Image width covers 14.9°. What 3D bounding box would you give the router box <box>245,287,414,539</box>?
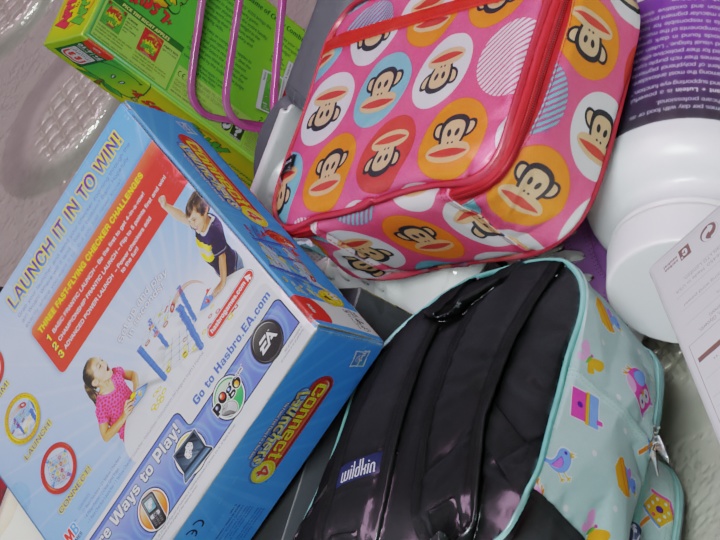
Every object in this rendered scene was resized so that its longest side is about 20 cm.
[{"bbox_3d":[-0.057,0.111,1.480,0.157,0.052,0.201,-4,64,52],"label":"router box"}]

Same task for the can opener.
[{"bbox_3d":[-0.022,-0.111,1.541,0.067,0.052,0.201,48,125,39],"label":"can opener"}]

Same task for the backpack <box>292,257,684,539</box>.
[{"bbox_3d":[0.069,0.101,1.347,0.175,0.153,0.201,-25,40,39],"label":"backpack"}]

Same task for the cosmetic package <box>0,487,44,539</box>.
[{"bbox_3d":[-0.172,0.147,1.565,0.104,0.073,0.201,127,164,-72],"label":"cosmetic package"}]

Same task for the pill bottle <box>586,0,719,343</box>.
[{"bbox_3d":[0.171,-0.065,1.413,0.111,0.111,0.201,-29,39,36],"label":"pill bottle"}]

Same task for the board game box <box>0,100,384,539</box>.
[{"bbox_3d":[-0.108,0.051,1.435,0.200,0.056,0.196,-55,51,17],"label":"board game box"}]

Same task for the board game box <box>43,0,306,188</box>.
[{"bbox_3d":[-0.097,-0.133,1.760,0.047,0.200,0.102,-8,53,50],"label":"board game box"}]

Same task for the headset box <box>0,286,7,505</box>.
[{"bbox_3d":[-0.244,0.092,1.681,0.148,0.077,0.201,8,102,35],"label":"headset box"}]

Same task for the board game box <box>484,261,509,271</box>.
[{"bbox_3d":[0.012,0.002,1.653,0.105,0.023,0.200,-52,31,1],"label":"board game box"}]

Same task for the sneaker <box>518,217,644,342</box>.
[{"bbox_3d":[0.095,-0.029,1.481,0.072,0.114,0.201,-30,39,31],"label":"sneaker"}]

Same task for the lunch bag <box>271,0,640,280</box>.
[{"bbox_3d":[0.053,-0.091,1.419,0.199,0.082,0.177,-11,53,50],"label":"lunch bag"}]

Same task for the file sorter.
[{"bbox_3d":[0.001,-0.138,1.672,0.200,0.138,0.126,11,94,56],"label":"file sorter"}]

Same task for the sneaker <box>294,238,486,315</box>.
[{"bbox_3d":[0.000,0.000,1.525,0.200,0.088,0.076,-15,47,65],"label":"sneaker"}]

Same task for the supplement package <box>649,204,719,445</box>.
[{"bbox_3d":[0.226,0.049,1.219,0.117,0.117,0.200,-42,33,19],"label":"supplement package"}]
